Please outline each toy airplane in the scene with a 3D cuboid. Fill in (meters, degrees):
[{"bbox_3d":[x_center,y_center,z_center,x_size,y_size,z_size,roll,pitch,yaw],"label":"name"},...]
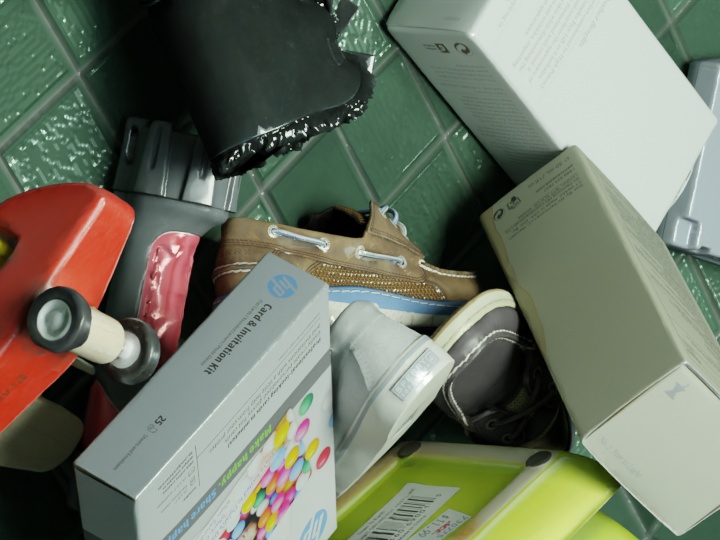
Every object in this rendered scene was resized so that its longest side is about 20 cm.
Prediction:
[{"bbox_3d":[-0.206,0.046,1.385,0.199,0.141,0.200,-21,147,-29],"label":"toy airplane"}]

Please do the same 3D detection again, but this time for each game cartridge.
[{"bbox_3d":[0.265,-0.060,1.861,0.200,0.040,0.134,17,88,-43],"label":"game cartridge"}]

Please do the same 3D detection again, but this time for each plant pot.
[{"bbox_3d":[0.056,0.205,1.599,0.200,0.199,0.182,-40,114,-31],"label":"plant pot"}]

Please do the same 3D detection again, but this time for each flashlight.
[{"bbox_3d":[-0.099,0.028,1.509,0.068,0.068,0.201,15,86,-42],"label":"flashlight"}]

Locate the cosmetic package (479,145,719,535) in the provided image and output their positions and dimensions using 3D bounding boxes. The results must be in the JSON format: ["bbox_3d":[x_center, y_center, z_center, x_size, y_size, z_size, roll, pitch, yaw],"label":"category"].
[{"bbox_3d":[0.143,0.035,1.603,0.073,0.200,0.104,-36,127,13],"label":"cosmetic package"}]

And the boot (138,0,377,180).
[{"bbox_3d":[-0.090,-0.122,1.462,0.198,0.073,0.163,-25,91,-44],"label":"boot"}]

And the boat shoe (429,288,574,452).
[{"bbox_3d":[0.081,0.065,1.627,0.072,0.065,0.200,-44,161,-2],"label":"boat shoe"}]

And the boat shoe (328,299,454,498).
[{"bbox_3d":[-0.008,0.066,1.549,0.068,0.200,0.072,44,76,5],"label":"boat shoe"}]

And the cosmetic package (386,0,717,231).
[{"bbox_3d":[0.111,-0.110,1.685,0.200,0.074,0.102,50,63,-38],"label":"cosmetic package"}]

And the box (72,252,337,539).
[{"bbox_3d":[-0.072,0.111,1.458,0.156,0.041,0.200,-48,154,-32],"label":"box"}]

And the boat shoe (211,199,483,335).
[{"bbox_3d":[0.000,0.000,1.595,0.200,0.072,0.073,1,80,-52],"label":"boat shoe"}]
